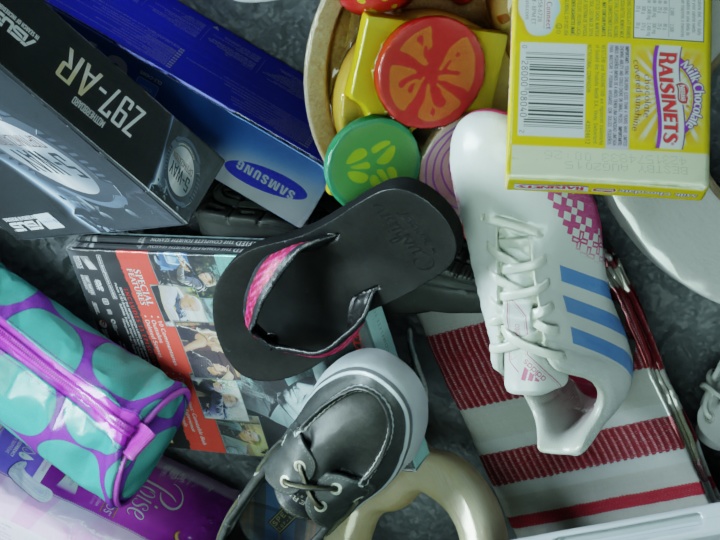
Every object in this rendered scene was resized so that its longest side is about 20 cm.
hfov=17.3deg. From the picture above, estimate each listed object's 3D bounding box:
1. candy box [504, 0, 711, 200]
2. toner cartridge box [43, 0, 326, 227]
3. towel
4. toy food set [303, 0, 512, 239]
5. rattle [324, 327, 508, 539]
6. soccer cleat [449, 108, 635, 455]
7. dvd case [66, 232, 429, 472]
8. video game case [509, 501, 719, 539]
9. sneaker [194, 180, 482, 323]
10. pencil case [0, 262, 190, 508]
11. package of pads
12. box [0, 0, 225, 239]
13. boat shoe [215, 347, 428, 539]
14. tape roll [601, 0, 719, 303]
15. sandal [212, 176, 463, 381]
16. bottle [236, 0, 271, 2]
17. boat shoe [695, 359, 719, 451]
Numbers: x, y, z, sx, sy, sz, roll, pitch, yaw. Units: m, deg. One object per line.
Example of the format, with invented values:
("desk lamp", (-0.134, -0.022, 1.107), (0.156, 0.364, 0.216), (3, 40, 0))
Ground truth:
("candy box", (0.126, -0.136, 1.194), (0.102, 0.026, 0.201), (4, 75, -1))
("toner cartridge box", (-0.099, -0.105, 1.308), (0.199, 0.095, 0.043), (30, 117, -1))
("towel", (0.124, 0.090, 1.356), (0.144, 0.023, 0.201), (-16, 103, 39))
("toy food set", (0.065, -0.105, 1.256), (0.199, 0.049, 0.199), (4, 109, -24))
("rattle", (0.052, 0.134, 1.408), (0.130, 0.142, 0.201), (-34, 62, 47))
("soccer cleat", (0.093, 0.011, 1.233), (0.070, 0.087, 0.201), (-2, 130, 34))
("dvd case", (-0.066, 0.046, 1.356), (0.199, 0.022, 0.147), (2, 124, 35))
("video game case", (0.188, 0.186, 1.334), (0.181, 0.022, 0.200), (-13, 147, 25))
("sneaker", (0.000, 0.000, 1.347), (0.199, 0.076, 0.091), (13, 124, 22))
("pencil case", (-0.197, 0.051, 1.377), (0.199, 0.092, 0.085), (34, 79, 9))
("package of pads", (-0.182, 0.144, 1.414), (0.199, 0.121, 0.076), (26, 121, 1))
("box", (-0.188, -0.084, 1.277), (0.160, 0.044, 0.200), (41, 156, -27))
("boat shoe", (-0.025, 0.119, 1.328), (0.069, 0.057, 0.200), (39, 136, 3))
("tape roll", (0.221, -0.077, 1.243), (0.201, 0.037, 0.204), (-1, 97, -5))
("sandal", (-0.024, 0.012, 1.248), (0.075, 0.045, 0.200), (43, 139, -11))
("bottle", (-0.062, -0.244, 1.247), (0.065, 0.084, 0.201), (-4, 111, 13))
("boat shoe", (0.221, 0.083, 1.330), (0.065, 0.074, 0.201), (-5, 110, 10))
